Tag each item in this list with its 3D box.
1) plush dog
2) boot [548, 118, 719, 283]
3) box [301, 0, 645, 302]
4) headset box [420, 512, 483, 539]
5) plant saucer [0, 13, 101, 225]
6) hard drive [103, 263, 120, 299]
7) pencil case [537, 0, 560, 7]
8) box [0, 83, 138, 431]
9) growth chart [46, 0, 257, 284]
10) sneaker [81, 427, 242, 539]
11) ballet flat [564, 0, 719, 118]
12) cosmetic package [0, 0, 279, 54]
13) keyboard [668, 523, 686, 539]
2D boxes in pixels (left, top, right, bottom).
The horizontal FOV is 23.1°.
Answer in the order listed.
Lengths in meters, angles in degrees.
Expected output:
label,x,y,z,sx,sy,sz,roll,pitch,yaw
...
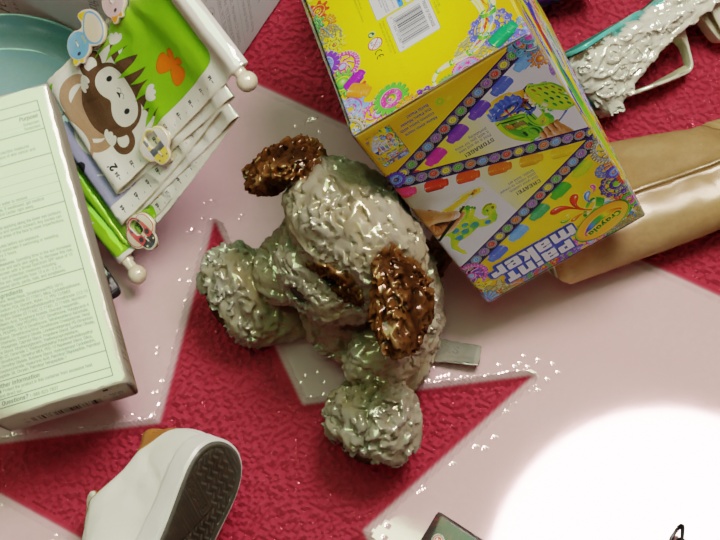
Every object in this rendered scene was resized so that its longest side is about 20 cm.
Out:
label,x,y,z,sx,sy,sz,roll,pitch,yaw
plush dog,0.000,0.000,1.118,0.160,0.172,0.200,-38,66,-16
boot,0.222,-0.027,1.184,0.199,0.066,0.176,-17,51,-6
box,0.065,-0.125,1.131,0.122,0.193,0.201,-29,48,12
headset box,0.093,0.258,1.014,0.199,0.077,0.149,32,85,20
plant saucer,-0.258,-0.089,1.252,0.199,0.027,0.201,0,69,0
hard drive,-0.272,-0.030,1.189,0.139,0.038,0.200,-35,82,-7
pencil case,0.068,-0.216,1.273,0.199,0.093,0.085,-17,63,-5
box,-0.214,-0.007,1.129,0.094,0.078,0.201,-15,81,-4
growth chart,-0.150,-0.107,1.168,0.145,0.200,0.018,44,33,13
sneaker,-0.148,0.191,1.099,0.084,0.073,0.201,11,66,43
ballet flat,0.228,-0.177,1.268,0.200,0.072,0.072,-37,66,-13
cosmetic package,-0.165,-0.255,1.266,0.199,0.165,0.165,25,67,16
keyboard,0.199,0.229,1.063,0.104,0.040,0.200,36,69,19
